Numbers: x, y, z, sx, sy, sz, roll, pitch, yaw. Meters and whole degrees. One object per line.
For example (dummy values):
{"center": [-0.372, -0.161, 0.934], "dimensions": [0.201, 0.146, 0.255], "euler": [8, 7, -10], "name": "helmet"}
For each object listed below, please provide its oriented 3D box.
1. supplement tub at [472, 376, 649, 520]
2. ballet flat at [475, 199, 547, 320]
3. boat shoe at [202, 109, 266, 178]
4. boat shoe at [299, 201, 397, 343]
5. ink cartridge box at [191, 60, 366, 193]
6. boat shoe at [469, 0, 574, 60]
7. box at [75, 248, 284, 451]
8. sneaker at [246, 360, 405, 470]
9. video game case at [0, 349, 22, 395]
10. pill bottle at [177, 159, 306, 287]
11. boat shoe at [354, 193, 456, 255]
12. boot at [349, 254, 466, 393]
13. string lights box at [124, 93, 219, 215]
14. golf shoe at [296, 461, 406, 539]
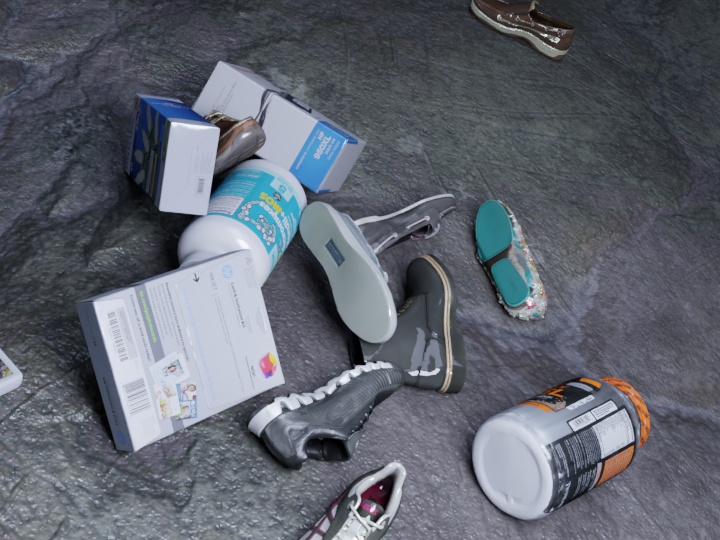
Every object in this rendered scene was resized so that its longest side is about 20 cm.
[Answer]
{"center": [0.233, 0.194, 1.243], "dimensions": [0.200, 0.123, 0.123], "euler": [-16, 56, -41], "name": "supplement tub"}
{"center": [0.206, -0.009, 1.500], "dimensions": [0.064, 0.076, 0.200], "euler": [36, 33, -42], "name": "ballet flat"}
{"center": [-0.178, -0.157, 1.332], "dimensions": [0.076, 0.200, 0.072], "euler": [-31, 96, -28], "name": "boat shoe"}
{"center": [-0.001, 0.000, 1.299], "dimensions": [0.071, 0.070, 0.201], "euler": [10, 43, -51], "name": "boat shoe"}
{"center": [-0.106, -0.189, 1.448], "dimensions": [0.200, 0.084, 0.145], "euler": [32, 10, 5], "name": "ink cartridge box"}
{"center": [0.305, -0.473, 2.027], "dimensions": [0.202, 0.075, 0.075], "euler": [27, 40, -1], "name": "boat shoe"}
{"center": [-0.181, 0.077, 1.130], "dimensions": [0.200, 0.041, 0.156], "euler": [-22, 102, -41], "name": "box"}
{"center": [-0.021, 0.162, 1.183], "dimensions": [0.200, 0.067, 0.091], "euler": [-17, 60, -36], "name": "sneaker"}
{"center": [-0.462, 0.085, 1.050], "dimensions": [0.182, 0.023, 0.200], "euler": [43, 41, 18], "name": "video game case"}
{"center": [-0.144, -0.039, 1.289], "dimensions": [0.111, 0.111, 0.200], "euler": [27, 40, 0], "name": "pill bottle"}
{"center": [0.057, -0.050, 1.457], "dimensions": [0.200, 0.067, 0.057], "euler": [-19, 74, -36], "name": "boat shoe"}
{"center": [0.045, 0.055, 1.328], "dimensions": [0.138, 0.078, 0.200], "euler": [6, 43, -18], "name": "boot"}
{"center": [-0.226, -0.141, 1.294], "dimensions": [0.059, 0.103, 0.200], "euler": [4, 15, -25], "name": "string lights box"}
{"center": [-0.020, 0.261, 1.059], "dimensions": [0.077, 0.088, 0.200], "euler": [34, 42, 5], "name": "golf shoe"}
